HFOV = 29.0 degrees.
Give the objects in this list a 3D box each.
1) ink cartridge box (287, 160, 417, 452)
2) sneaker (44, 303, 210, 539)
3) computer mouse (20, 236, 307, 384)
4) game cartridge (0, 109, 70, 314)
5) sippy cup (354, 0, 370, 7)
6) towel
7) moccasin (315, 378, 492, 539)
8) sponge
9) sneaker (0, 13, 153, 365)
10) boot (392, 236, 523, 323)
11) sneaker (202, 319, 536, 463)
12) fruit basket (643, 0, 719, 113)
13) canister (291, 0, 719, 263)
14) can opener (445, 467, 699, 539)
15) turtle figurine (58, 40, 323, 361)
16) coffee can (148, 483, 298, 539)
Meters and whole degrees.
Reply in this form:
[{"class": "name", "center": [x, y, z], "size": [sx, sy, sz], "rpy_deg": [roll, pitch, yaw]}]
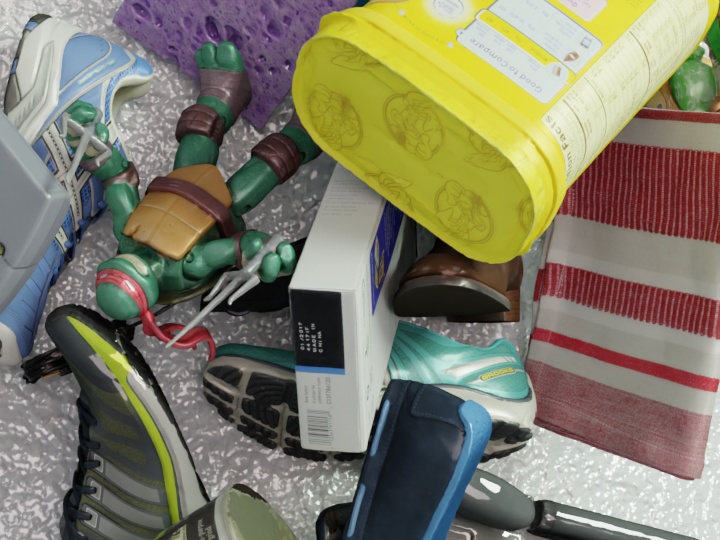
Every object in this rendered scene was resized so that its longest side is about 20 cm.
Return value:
[{"class": "ink cartridge box", "center": [0.000, 0.000, 0.763], "size": [0.039, 0.200, 0.100], "rpy_deg": [3, 120, 11]}, {"class": "sneaker", "center": [-0.129, 0.113, 0.746], "size": [0.081, 0.074, 0.201], "rpy_deg": [-24, 108, -10]}, {"class": "computer mouse", "center": [-0.097, 0.027, 0.798], "size": [0.199, 0.059, 0.034], "rpy_deg": [-23, 96, -16]}, {"class": "game cartridge", "center": [-0.249, -0.010, 0.721], "size": [0.200, 0.040, 0.133], "rpy_deg": [-40, 82, 14]}, {"class": "sippy cup", "center": [0.006, -0.236, 0.823], "size": [0.139, 0.178, 0.130], "rpy_deg": [31, 47, 7]}, {"class": "towel", "center": [0.155, 0.006, 0.802], "size": [0.023, 0.144, 0.201], "rpy_deg": [5, 95, -37]}, {"class": "moccasin", "center": [0.008, 0.150, 0.781], "size": [0.068, 0.080, 0.200], "rpy_deg": [28, 103, 14]}, {"class": "sponge", "center": [-0.049, -0.178, 0.776], "size": [0.111, 0.200, 0.030], "rpy_deg": [37, 42, -7]}, {"class": "sneaker", "center": [-0.169, -0.044, 0.777], "size": [0.077, 0.076, 0.201], "rpy_deg": [12, 80, -9]}, {"class": "boot", "center": [0.056, -0.073, 0.799], "size": [0.064, 0.186, 0.201], "rpy_deg": [-1, 85, 12]}, {"class": "sneaker", "center": [0.005, 0.067, 0.821], "size": [0.199, 0.078, 0.080], "rpy_deg": [7, 54, -13]}, {"class": "fruit basket", "center": [0.203, -0.067, 0.819], "size": [0.093, 0.200, 0.186], "rpy_deg": [-6, 84, -17]}, {"class": "canister", "center": [0.083, -0.117, 0.736], "size": [0.148, 0.087, 0.200], "rpy_deg": [37, 57, 12]}, {"class": "can opener", "center": [0.119, 0.163, 0.832], "size": [0.199, 0.066, 0.053], "rpy_deg": [18, 71, -14]}, {"class": "turtle figurine", "center": [-0.094, -0.038, 0.746], "size": [0.149, 0.101, 0.200], "rpy_deg": [30, 53, 4]}, {"class": "coffee can", "center": [-0.108, 0.219, 0.685], "size": [0.200, 0.146, 0.147], "rpy_deg": [-32, 91, 3]}]
